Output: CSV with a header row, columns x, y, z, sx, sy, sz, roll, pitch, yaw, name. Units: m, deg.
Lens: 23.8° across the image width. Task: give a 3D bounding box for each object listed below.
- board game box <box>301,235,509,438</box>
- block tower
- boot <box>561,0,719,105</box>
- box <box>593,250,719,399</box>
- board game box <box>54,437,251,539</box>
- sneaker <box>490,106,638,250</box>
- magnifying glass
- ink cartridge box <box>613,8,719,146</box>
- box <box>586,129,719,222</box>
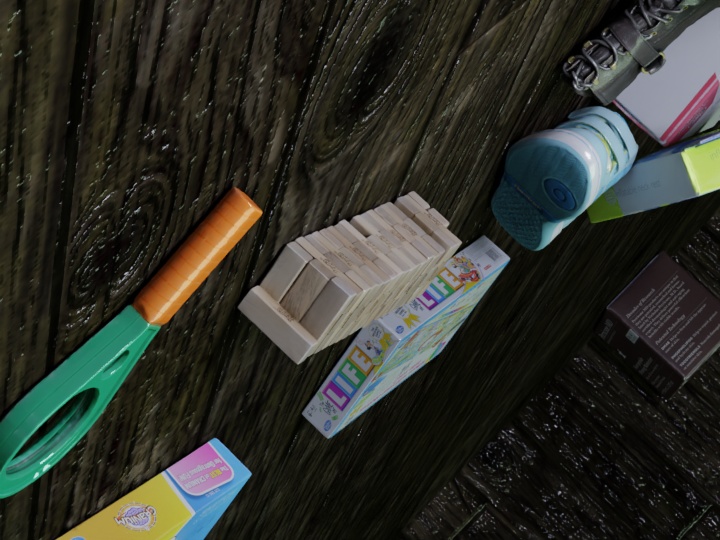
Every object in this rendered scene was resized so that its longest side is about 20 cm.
x,y,z,sx,sy,sz,roll,pitch,yaw,name
0.042,0.056,1.502,0.200,0.034,0.135,-33,161,-52,board game box
0.000,0.000,1.108,0.058,0.054,0.200,-54,167,27,block tower
0.221,-0.192,1.259,0.174,0.069,0.200,-41,162,7,boot
0.575,0.105,3.216,0.164,0.200,0.166,-44,168,-14,box
-0.177,0.213,1.203,0.153,0.040,0.200,-54,167,31,board game box
0.182,-0.099,1.393,0.131,0.080,0.200,-42,177,-16,sneaker
-0.124,0.038,0.869,0.200,0.022,0.080,-46,168,3,magnifying glass
0.308,-0.196,1.509,0.146,0.085,0.200,-52,166,22,ink cartridge box
0.289,-0.092,1.474,0.122,0.048,0.200,-21,-177,-23,box
